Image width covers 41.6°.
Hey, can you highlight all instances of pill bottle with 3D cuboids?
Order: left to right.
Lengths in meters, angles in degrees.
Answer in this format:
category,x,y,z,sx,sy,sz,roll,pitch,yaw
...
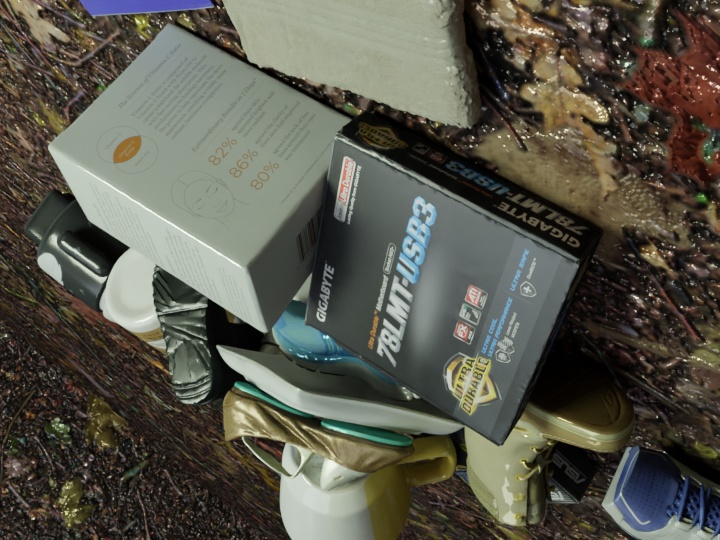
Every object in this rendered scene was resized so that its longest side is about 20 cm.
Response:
category,x,y,z,sx,sy,sz,roll,pitch,yaw
pill bottle,-0.213,0.053,1.171,0.113,0.115,0.200,22,166,33

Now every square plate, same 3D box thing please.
category,x,y,z,sx,sy,sz,roll,pitch,yaw
square plate,-0.024,0.122,0.942,0.196,0.029,0.199,17,179,-31

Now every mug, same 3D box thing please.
category,x,y,z,sx,sy,sz,roll,pitch,yaw
mug,-0.008,0.207,1.008,0.149,0.186,0.154,42,161,24

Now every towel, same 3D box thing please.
category,x,y,z,sx,sy,sz,roll,pitch,yaw
towel,-0.014,-0.166,0.600,0.198,0.035,0.133,24,155,29

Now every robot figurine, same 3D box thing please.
category,x,y,z,sx,sy,sz,roll,pitch,yaw
robot figurine,-0.335,-0.021,1.232,0.199,0.150,0.125,37,130,4

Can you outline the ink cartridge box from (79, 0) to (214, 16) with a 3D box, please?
category,x,y,z,sx,sy,sz,roll,pitch,yaw
ink cartridge box,-0.229,-0.267,0.720,0.197,0.044,0.201,12,147,46

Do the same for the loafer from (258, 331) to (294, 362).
category,x,y,z,sx,sy,sz,roll,pitch,yaw
loafer,-0.045,0.144,1.082,0.199,0.063,0.071,39,155,-29

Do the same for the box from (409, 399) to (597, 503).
category,x,y,z,sx,sy,sz,roll,pitch,yaw
box,0.133,0.181,1.009,0.160,0.044,0.200,43,157,-8

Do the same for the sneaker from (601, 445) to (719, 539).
category,x,y,z,sx,sy,sz,roll,pitch,yaw
sneaker,0.309,0.207,0.772,0.198,0.081,0.115,34,154,-7

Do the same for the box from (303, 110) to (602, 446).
category,x,y,z,sx,sy,sz,roll,pitch,yaw
box,0.057,0.009,0.717,0.197,0.050,0.202,29,134,17

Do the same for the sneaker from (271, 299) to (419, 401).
category,x,y,z,sx,sy,sz,roll,pitch,yaw
sneaker,-0.004,0.054,0.930,0.198,0.078,0.091,14,117,32

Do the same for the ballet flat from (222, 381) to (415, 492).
category,x,y,z,sx,sy,sz,roll,pitch,yaw
ballet flat,-0.047,0.168,0.911,0.197,0.073,0.068,16,180,14

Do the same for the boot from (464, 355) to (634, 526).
category,x,y,z,sx,sy,sz,roll,pitch,yaw
boot,0.156,0.155,0.822,0.199,0.072,0.158,16,123,49

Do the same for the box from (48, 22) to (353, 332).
category,x,y,z,sx,sy,sz,roll,pitch,yaw
box,-0.116,-0.077,0.762,0.199,0.153,0.107,30,157,18

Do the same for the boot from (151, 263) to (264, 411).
category,x,y,z,sx,sy,sz,roll,pitch,yaw
boot,-0.155,0.067,1.060,0.072,0.201,0.162,-14,166,18

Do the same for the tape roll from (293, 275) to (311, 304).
category,x,y,z,sx,sy,sz,roll,pitch,yaw
tape roll,-0.083,0.046,1.091,0.201,0.037,0.204,31,157,15
